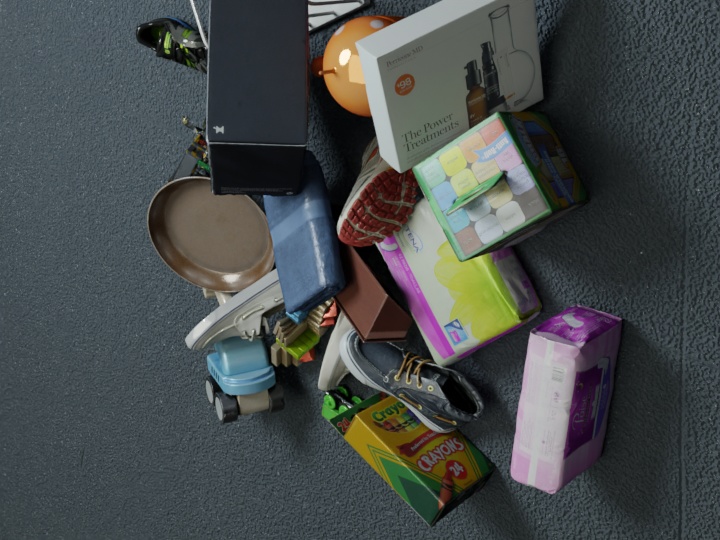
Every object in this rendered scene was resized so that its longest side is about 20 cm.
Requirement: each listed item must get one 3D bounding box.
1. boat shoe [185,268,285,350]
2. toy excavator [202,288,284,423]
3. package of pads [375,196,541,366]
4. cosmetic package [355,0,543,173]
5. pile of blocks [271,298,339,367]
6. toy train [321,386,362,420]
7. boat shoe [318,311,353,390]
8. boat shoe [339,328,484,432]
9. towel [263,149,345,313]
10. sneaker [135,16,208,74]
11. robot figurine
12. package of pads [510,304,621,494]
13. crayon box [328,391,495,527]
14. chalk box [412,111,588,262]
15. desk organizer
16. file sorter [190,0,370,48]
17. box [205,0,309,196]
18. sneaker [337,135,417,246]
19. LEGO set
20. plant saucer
[{"bbox_3d":[-0.160,0.068,1.489,0.070,0.200,0.071,55,171,7],"label":"boat shoe"},{"bbox_3d":[-0.193,0.106,1.562,0.194,0.099,0.201,-143,48,-61],"label":"toy excavator"},{"bbox_3d":[0.121,0.000,1.280,0.154,0.068,0.201,-34,80,39],"label":"package of pads"},{"bbox_3d":[0.103,-0.217,1.111,0.052,0.199,0.151,46,159,47],"label":"cosmetic package"},{"bbox_3d":[-0.071,0.073,1.465,0.062,0.082,0.201,36,125,21],"label":"pile of blocks"},{"bbox_3d":[0.022,0.237,1.468,0.200,0.042,0.057,32,132,29],"label":"toy train"},{"bbox_3d":[-0.011,0.110,1.436,0.068,0.072,0.200,18,133,-3],"label":"boat shoe"},{"bbox_3d":[0.070,0.134,1.327,0.200,0.071,0.091,37,150,-10],"label":"boat shoe"},{"bbox_3d":[-0.073,-0.050,1.350,0.112,0.048,0.201,-33,62,44],"label":"towel"},{"bbox_3d":[-0.253,-0.324,1.491,0.199,0.083,0.071,25,119,32],"label":"sneaker"},{"bbox_3d":[0.031,-0.240,1.192,0.144,0.200,0.117,41,115,11],"label":"robot figurine"},{"bbox_3d":[0.241,0.151,1.195,0.075,0.120,0.201,19,116,35],"label":"package of pads"},{"bbox_3d":[0.068,0.234,1.367,0.200,0.127,0.051,42,127,22],"label":"crayon box"},{"bbox_3d":[0.150,-0.094,1.126,0.124,0.200,0.124,-30,83,27],"label":"chalk box"},{"bbox_3d":[0.000,0.000,1.348,0.200,0.071,0.077,54,130,39],"label":"desk organizer"},{"bbox_3d":[-0.115,-0.378,1.327,0.199,0.124,0.139,-13,96,42],"label":"file sorter"},{"bbox_3d":[-0.125,-0.213,1.245,0.198,0.122,0.201,114,156,-77],"label":"box"},{"bbox_3d":[0.034,-0.117,1.278,0.200,0.078,0.082,-56,31,-7],"label":"sneaker"},{"bbox_3d":[-0.224,-0.129,1.538,0.153,0.116,0.200,26,128,-2],"label":"LEGO set"},{"bbox_3d":[-0.214,-0.057,1.491,0.199,0.032,0.201,9,128,12],"label":"plant saucer"}]
